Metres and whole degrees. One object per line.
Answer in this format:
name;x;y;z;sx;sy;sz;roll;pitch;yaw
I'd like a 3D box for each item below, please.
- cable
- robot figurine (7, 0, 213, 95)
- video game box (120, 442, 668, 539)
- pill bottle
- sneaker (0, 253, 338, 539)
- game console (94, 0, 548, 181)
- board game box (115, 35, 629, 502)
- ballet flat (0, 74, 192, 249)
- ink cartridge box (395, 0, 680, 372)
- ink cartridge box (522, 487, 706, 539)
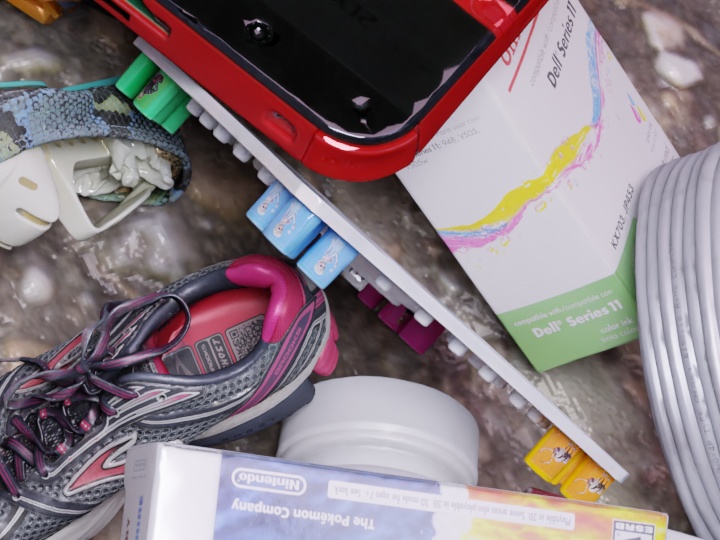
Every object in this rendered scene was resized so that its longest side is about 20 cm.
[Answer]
cable;0.182;0.038;1.222;0.200;0.069;0.200;67;29;-21
robot figurine;-0.083;-0.129;1.222;0.199;0.058;0.145;23;29;-13
video game box;0.006;0.163;0.967;0.199;0.047;0.183;9;82;-19
pill bottle;-0.001;0.149;1.096;0.112;0.113;0.201;17;58;-18
sneaker;-0.105;0.051;1.085;0.200;0.075;0.081;-32;73;-4
game console;-0.022;-0.147;1.100;0.200;0.031;0.177;38;63;5
board game box;0.000;0.000;1.112;0.026;0.200;0.200;-48;122;1
ballet flat;-0.133;-0.044;1.130;0.200;0.074;0.074;-15;70;-56
ink cartridge box;0.066;-0.070;1.213;0.200;0.067;0.117;53;35;-27
ink cartridge box;0.136;0.195;1.157;0.199;0.084;0.145;18;58;-18
